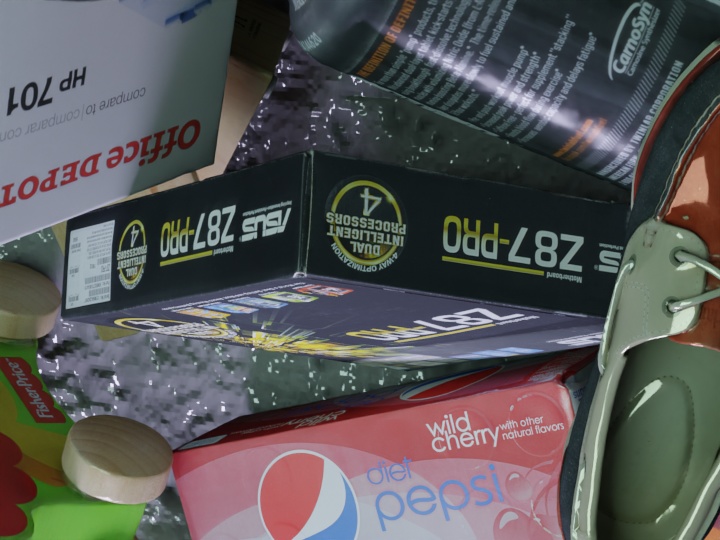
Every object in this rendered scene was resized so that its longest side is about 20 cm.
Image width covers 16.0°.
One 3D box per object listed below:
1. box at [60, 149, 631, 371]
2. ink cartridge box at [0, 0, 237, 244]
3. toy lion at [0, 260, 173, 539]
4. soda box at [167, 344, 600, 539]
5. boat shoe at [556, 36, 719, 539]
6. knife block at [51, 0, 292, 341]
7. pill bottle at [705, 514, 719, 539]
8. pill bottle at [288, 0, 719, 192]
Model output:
[{"bbox_3d":[0.000,0.000,0.947,0.200,0.160,0.050,-11,74,58],"label":"box"},{"bbox_3d":[-0.112,-0.124,0.912,0.086,0.146,0.201,24,119,29],"label":"ink cartridge box"},{"bbox_3d":[-0.190,0.071,1.068,0.200,0.191,0.069,49,127,45],"label":"toy lion"},{"bbox_3d":[0.021,0.084,1.054,0.199,0.063,0.071,-13,95,33],"label":"soda box"},{"bbox_3d":[0.112,0.017,0.842,0.071,0.063,0.201,18,115,-1],"label":"boat shoe"},{"bbox_3d":[-0.126,-0.093,1.056,0.175,0.064,0.201,26,118,-6],"label":"knife block"},{"bbox_3d":[0.167,0.010,0.920,0.109,0.109,0.201,26,114,23],"label":"pill bottle"},{"bbox_3d":[0.047,-0.102,0.872,0.199,0.106,0.107,21,117,-13],"label":"pill bottle"}]
